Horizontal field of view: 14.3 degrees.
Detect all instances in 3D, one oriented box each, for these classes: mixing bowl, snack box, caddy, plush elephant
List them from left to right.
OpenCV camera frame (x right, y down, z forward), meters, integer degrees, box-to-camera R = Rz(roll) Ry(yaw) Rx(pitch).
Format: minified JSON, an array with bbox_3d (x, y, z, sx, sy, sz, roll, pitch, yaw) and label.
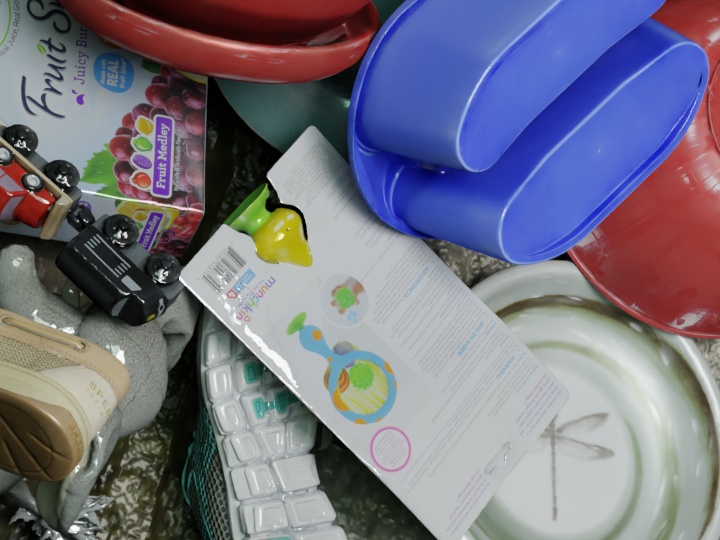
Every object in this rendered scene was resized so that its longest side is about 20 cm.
[{"bbox_3d":[-0.167,0.051,1.447,0.200,0.155,0.165,41,37,-18],"label":"plush elephant"},{"bbox_3d":[-0.152,-0.112,1.507,0.142,0.053,0.201,8,56,-14],"label":"snack box"},{"bbox_3d":[0.082,-0.097,1.473,0.200,0.105,0.142,-42,131,-20],"label":"caddy"},{"bbox_3d":[0.208,-0.070,1.578,0.199,0.108,0.201,5,77,-21],"label":"mixing bowl"}]

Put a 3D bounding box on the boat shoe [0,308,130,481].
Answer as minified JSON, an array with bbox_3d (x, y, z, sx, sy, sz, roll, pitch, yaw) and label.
[{"bbox_3d":[-0.203,0.038,1.362,0.199,0.071,0.065,22,48,19],"label":"boat shoe"}]

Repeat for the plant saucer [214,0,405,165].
[{"bbox_3d":[0.014,-0.133,1.557,0.199,0.036,0.201,7,53,-9],"label":"plant saucer"}]

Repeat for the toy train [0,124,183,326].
[{"bbox_3d":[-0.170,-0.045,1.404,0.200,0.034,0.046,42,50,6],"label":"toy train"}]

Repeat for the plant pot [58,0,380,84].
[{"bbox_3d":[-0.054,-0.200,1.428,0.200,0.201,0.183,8,114,-15],"label":"plant pot"}]

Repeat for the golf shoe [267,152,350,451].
[{"bbox_3d":[0.000,0.000,1.570,0.088,0.077,0.201,6,79,-38],"label":"golf shoe"}]

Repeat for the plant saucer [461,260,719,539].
[{"bbox_3d":[0.109,0.096,1.576,0.199,0.050,0.201,9,69,-24],"label":"plant saucer"}]

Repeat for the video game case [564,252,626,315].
[{"bbox_3d":[0.151,-0.106,1.645,0.182,0.024,0.200,-39,93,-18],"label":"video game case"}]

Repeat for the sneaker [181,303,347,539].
[{"bbox_3d":[-0.065,0.092,1.516,0.077,0.091,0.201,-3,86,-36],"label":"sneaker"}]

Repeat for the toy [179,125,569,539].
[{"bbox_3d":[0.002,0.037,1.488,0.200,0.047,0.115,47,63,-13],"label":"toy"}]
